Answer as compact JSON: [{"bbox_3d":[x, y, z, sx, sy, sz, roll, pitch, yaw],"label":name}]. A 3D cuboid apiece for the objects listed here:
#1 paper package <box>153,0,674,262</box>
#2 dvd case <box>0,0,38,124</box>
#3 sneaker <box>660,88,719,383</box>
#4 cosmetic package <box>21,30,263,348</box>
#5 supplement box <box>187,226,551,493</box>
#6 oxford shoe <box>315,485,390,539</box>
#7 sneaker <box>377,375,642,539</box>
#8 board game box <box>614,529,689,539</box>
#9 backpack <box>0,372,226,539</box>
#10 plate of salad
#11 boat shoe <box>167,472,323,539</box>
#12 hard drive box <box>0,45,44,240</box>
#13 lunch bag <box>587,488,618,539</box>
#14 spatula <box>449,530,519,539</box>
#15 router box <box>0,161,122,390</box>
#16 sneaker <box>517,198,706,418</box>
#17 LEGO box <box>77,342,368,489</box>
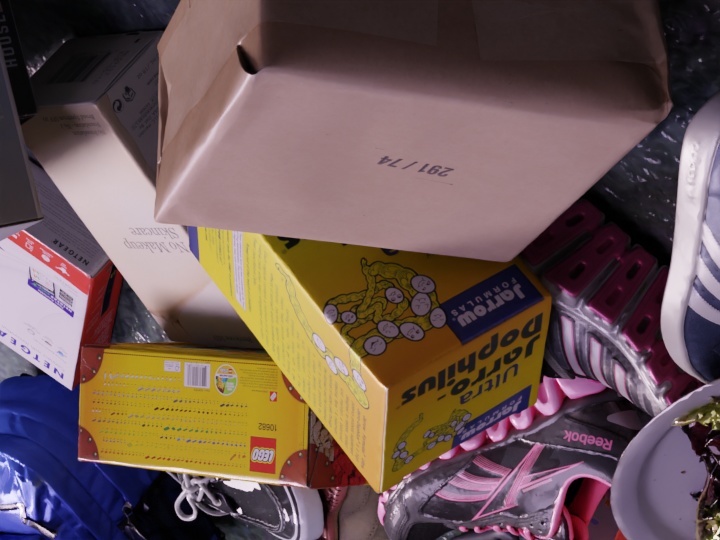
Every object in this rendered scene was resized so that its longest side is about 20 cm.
[{"bbox_3d":[0.017,-0.088,1.093,0.199,0.104,0.191,6,156,-18],"label":"paper package"},{"bbox_3d":[-0.266,-0.142,1.422,0.200,0.025,0.151,-20,84,56],"label":"dvd case"},{"bbox_3d":[0.202,-0.002,1.124,0.084,0.075,0.200,28,149,27],"label":"sneaker"},{"bbox_3d":[-0.120,-0.049,1.417,0.103,0.073,0.200,1,133,48],"label":"cosmetic package"},{"bbox_3d":[0.000,0.000,1.247,0.200,0.109,0.110,50,157,28],"label":"supplement box"},{"bbox_3d":[-0.002,0.142,1.575,0.200,0.075,0.071,101,152,-44],"label":"oxford shoe"},{"bbox_3d":[0.093,0.130,1.341,0.200,0.079,0.096,-36,70,35],"label":"sneaker"},{"bbox_3d":[0.163,0.238,1.326,0.040,0.200,0.153,20,173,30],"label":"board game box"},{"bbox_3d":[-0.229,0.187,1.772,0.162,0.168,0.200,-6,125,42],"label":"backpack"},{"bbox_3d":[0.231,0.115,1.193,0.199,0.048,0.200,-2,138,-2],"label":"plate of salad"},{"bbox_3d":[-0.100,0.138,1.598,0.199,0.068,0.074,38,136,45],"label":"boat shoe"},{"bbox_3d":[-0.274,-0.105,1.354,0.156,0.077,0.201,-17,86,57],"label":"hard drive box"},{"bbox_3d":[0.147,0.231,1.420,0.077,0.160,0.200,20,145,29],"label":"lunch bag"},{"bbox_3d":[0.059,0.203,1.617,0.056,0.021,0.200,36,150,-12],"label":"spatula"},{"bbox_3d":[-0.264,-0.023,1.631,0.200,0.049,0.180,34,150,8],"label":"router box"},{"bbox_3d":[0.145,0.038,1.250,0.200,0.074,0.087,41,154,-1],"label":"sneaker"},{"bbox_3d":[-0.057,0.088,1.440,0.200,0.149,0.077,2,90,40],"label":"LEGO box"}]
